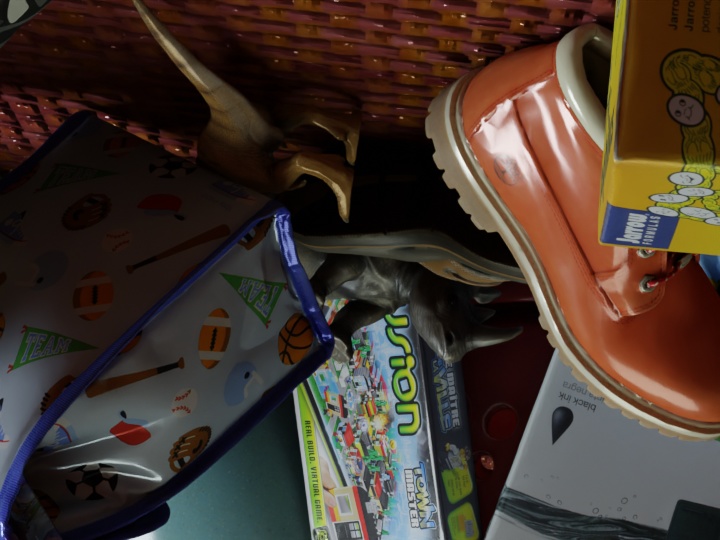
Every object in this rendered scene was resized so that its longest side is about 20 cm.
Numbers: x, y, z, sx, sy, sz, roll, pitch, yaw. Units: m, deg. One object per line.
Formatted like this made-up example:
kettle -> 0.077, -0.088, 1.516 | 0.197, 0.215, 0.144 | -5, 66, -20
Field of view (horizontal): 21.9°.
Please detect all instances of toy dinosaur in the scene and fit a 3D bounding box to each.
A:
toy dinosaur -> -0.053, -0.062, 0.880 | 0.105, 0.061, 0.200 | 8, 166, 0

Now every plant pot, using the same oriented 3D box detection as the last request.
plant pot -> -0.092, 0.114, 1.171 | 0.198, 0.136, 0.200 | -13, -161, 5
plant pot -> 0.119, 0.095, 1.155 | 0.198, 0.185, 0.201 | 2, 169, 0

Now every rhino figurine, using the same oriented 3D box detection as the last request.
rhino figurine -> 0.000, 0.000, 0.993 | 0.198, 0.088, 0.060 | 19, 142, 30

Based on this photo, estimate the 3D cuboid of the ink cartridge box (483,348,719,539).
ink cartridge box -> 0.146, 0.137, 1.000 | 0.145, 0.202, 0.083 | 20, 171, 8

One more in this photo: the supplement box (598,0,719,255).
supplement box -> 0.187, -0.065, 0.651 | 0.197, 0.111, 0.109 | 6, 166, 6

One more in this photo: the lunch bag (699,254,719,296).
lunch bag -> 0.159, -0.006, 0.983 | 0.199, 0.095, 0.150 | 6, 173, 45

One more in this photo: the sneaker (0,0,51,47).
sneaker -> -0.177, -0.081, 0.742 | 0.199, 0.083, 0.070 | -36, 140, 28

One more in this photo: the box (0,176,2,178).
box -> -0.158, -0.006, 1.176 | 0.198, 0.048, 0.122 | 13, 165, -21

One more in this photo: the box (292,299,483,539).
box -> 0.009, 0.064, 1.071 | 0.109, 0.203, 0.035 | -8, 180, 44

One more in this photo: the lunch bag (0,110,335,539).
lunch bag -> -0.141, 0.041, 0.905 | 0.169, 0.200, 0.125 | 22, 145, 42

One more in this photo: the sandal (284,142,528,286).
sandal -> 0.052, -0.021, 0.934 | 0.198, 0.082, 0.055 | 2, 145, 30

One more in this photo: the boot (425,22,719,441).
boot -> 0.121, -0.014, 0.805 | 0.201, 0.075, 0.107 | 51, 141, -9
